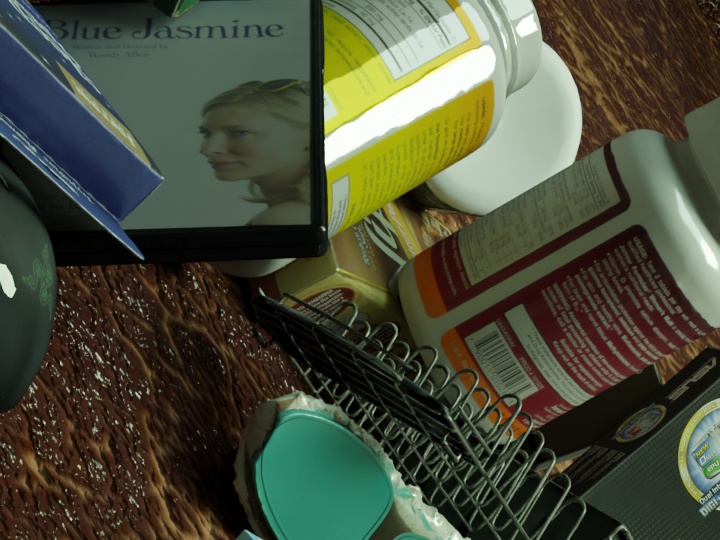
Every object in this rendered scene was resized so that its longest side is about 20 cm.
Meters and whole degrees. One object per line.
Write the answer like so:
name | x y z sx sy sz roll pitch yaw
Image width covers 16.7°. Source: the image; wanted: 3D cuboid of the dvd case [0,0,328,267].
dvd case | -0.085 -0.065 1.059 0.201 0.141 0.018 -92 180 -56

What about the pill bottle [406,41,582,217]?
pill bottle | 0.048 -0.088 1.426 0.107 0.106 0.200 57 -10 -12

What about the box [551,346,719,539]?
box | 0.163 0.164 1.297 0.161 0.200 0.044 57 -16 -17

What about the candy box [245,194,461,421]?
candy box | 0.000 0.000 1.318 0.200 0.055 0.116 37 29 -54

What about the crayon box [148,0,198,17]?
crayon box | -0.085 -0.208 1.180 0.125 0.052 0.200 34 35 7

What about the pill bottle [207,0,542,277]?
pill bottle | -0.005 -0.085 1.195 0.199 0.109 0.110 -31 91 -33

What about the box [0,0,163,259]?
box | -0.146 -0.092 0.984 0.121 0.032 0.200 45 4 -43

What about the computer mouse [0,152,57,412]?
computer mouse | -0.168 -0.042 0.914 0.201 0.052 0.139 59 16 -6

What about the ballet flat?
ballet flat | -0.007 0.116 1.130 0.200 0.071 0.072 49 21 -39

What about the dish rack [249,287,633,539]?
dish rack | 0.034 0.074 1.162 0.153 0.055 0.200 27 -19 39

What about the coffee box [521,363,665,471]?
coffee box | 0.118 0.048 1.419 0.200 0.079 0.115 72 -1 -82

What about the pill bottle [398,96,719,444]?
pill bottle | 0.127 -0.003 1.247 0.110 0.199 0.110 54 15 -23

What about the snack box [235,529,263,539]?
snack box | 0.022 0.188 1.049 0.116 0.037 0.200 45 4 39
